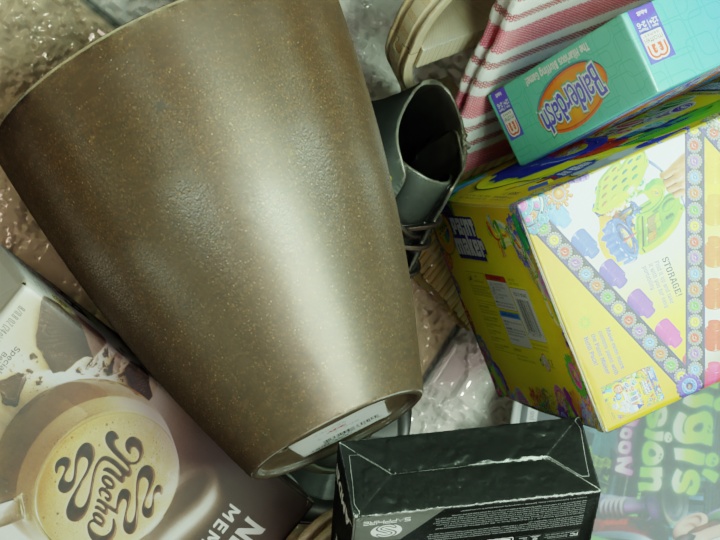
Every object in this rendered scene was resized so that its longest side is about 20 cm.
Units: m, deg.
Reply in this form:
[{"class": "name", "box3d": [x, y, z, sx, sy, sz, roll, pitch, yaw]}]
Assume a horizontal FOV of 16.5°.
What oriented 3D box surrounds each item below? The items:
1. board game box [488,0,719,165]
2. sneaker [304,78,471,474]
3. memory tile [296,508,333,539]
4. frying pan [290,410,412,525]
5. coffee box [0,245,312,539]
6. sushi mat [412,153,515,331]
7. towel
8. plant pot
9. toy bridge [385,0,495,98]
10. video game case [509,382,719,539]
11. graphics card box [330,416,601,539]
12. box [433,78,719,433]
[{"class": "board game box", "box3d": [0.183, -0.124, 1.263, 0.199, 0.152, 0.045, -24, 89, -24]}, {"class": "sneaker", "box3d": [0.000, 0.000, 1.285, 0.074, 0.106, 0.201, 13, 69, -35]}, {"class": "memory tile", "box3d": [-0.011, 0.184, 1.337, 0.153, 0.017, 0.200, -40, 151, -18]}, {"class": "frying pan", "box3d": [-0.007, 0.051, 1.376, 0.114, 0.031, 0.191, 16, 94, -30]}, {"class": "coffee box", "box3d": [-0.138, 0.095, 1.264, 0.200, 0.080, 0.113, 39, 90, -27]}, {"class": "sushi mat", "box3d": [0.092, -0.069, 1.414, 0.096, 0.012, 0.200, 45, 76, -25]}, {"class": "towel", "box3d": [0.115, -0.135, 1.313, 0.146, 0.200, 0.030, -23, 64, -30]}, {"class": "plant pot", "box3d": [-0.053, -0.009, 1.200, 0.186, 0.187, 0.201, -21, 77, -23]}, {"class": "toy bridge", "box3d": [0.047, -0.128, 1.297, 0.067, 0.200, 0.027, -22, 66, -27]}, {"class": "video game case", "box3d": [0.167, 0.115, 1.372, 0.023, 0.181, 0.201, 52, 45, -62]}, {"class": "graphics card box", "box3d": [0.046, 0.157, 1.255, 0.125, 0.051, 0.201, -5, 141, -8]}, {"class": "box", "box3d": [0.160, -0.017, 1.286, 0.192, 0.200, 0.123, -23, 97, -10]}]
